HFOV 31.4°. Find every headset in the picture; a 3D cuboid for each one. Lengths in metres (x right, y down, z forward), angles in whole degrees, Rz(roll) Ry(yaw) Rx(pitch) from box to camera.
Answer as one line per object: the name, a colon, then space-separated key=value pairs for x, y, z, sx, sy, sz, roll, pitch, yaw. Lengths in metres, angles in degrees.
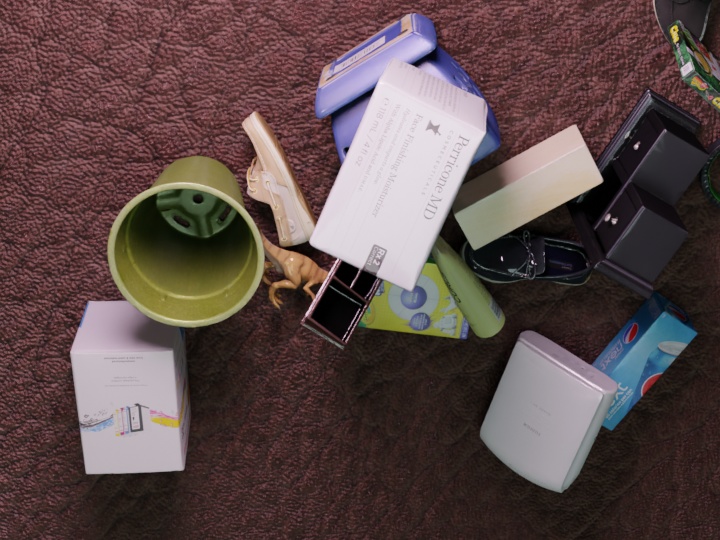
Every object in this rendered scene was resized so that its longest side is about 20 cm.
headset: x=0.568 y=-0.146 z=1.755 sx=0.197 sy=0.094 sz=0.125 roll=-6 pitch=122 yaw=18

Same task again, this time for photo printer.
photo printer: x=0.269 y=0.214 z=1.874 sx=0.165 sy=0.069 sz=0.202 roll=33 pitch=118 yaw=25

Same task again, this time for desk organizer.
desk organizer: x=0.000 y=0.000 z=1.732 sx=0.071 sy=0.077 sz=0.202 roll=30 pitch=81 yaw=-2

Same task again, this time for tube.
tube: x=0.135 y=0.013 z=1.748 sx=0.057 sy=0.052 sz=0.201 roll=6 pitch=145 yaw=39

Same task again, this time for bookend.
bookend: x=0.378 y=-0.103 z=1.684 sx=0.091 sy=0.201 sz=0.200 roll=27 pitch=114 yaw=-15

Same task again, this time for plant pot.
plant pot: x=-0.223 y=-0.059 z=1.689 sx=0.197 sy=0.191 sz=0.203 roll=-1 pitch=117 yaw=-2
plant pot: x=0.050 y=-0.206 z=1.628 sx=0.198 sy=0.200 sz=0.181 roll=-29 pitch=107 yaw=12

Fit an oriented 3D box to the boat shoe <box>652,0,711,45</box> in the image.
boat shoe: x=0.416 y=-0.372 z=1.628 sx=0.072 sy=0.063 sz=0.204 roll=-8 pitch=120 yaw=-3

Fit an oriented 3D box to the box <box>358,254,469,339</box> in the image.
box: x=0.064 y=0.027 z=1.825 sx=0.197 sy=0.049 sz=0.119 roll=7 pitch=116 yaw=-4

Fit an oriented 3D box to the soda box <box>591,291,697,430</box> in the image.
soda box: x=0.401 y=0.134 z=1.880 sx=0.067 sy=0.064 sz=0.201 roll=30 pitch=113 yaw=-16

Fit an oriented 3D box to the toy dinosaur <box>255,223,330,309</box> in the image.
toy dinosaur: x=-0.102 y=-0.008 z=1.777 sx=0.199 sy=0.061 sz=0.106 roll=31 pitch=125 yaw=-32

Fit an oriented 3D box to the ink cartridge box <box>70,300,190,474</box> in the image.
ink cartridge box: x=-0.321 y=0.166 z=1.823 sx=0.142 sy=0.148 sz=0.203 roll=-1 pitch=117 yaw=-2

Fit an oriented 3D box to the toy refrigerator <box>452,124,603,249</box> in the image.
toy refrigerator: x=0.225 y=-0.111 z=1.744 sx=0.198 sy=0.076 sz=0.070 roll=-28 pitch=115 yaw=11

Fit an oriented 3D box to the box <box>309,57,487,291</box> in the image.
box: x=0.047 y=-0.114 z=1.452 sx=0.129 sy=0.200 sz=0.201 roll=24 pitch=107 yaw=-2

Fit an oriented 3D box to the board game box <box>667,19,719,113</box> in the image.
board game box: x=0.471 y=-0.232 z=1.652 sx=0.199 sy=0.106 sz=0.023 roll=32 pitch=130 yaw=-32

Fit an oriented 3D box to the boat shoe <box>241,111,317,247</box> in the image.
boat shoe: x=-0.121 y=-0.116 z=1.730 sx=0.068 sy=0.074 sz=0.202 roll=-23 pitch=116 yaw=3

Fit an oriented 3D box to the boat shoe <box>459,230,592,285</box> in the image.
boat shoe: x=0.236 y=-0.019 z=1.784 sx=0.197 sy=0.062 sz=0.076 roll=7 pitch=74 yaw=-10
